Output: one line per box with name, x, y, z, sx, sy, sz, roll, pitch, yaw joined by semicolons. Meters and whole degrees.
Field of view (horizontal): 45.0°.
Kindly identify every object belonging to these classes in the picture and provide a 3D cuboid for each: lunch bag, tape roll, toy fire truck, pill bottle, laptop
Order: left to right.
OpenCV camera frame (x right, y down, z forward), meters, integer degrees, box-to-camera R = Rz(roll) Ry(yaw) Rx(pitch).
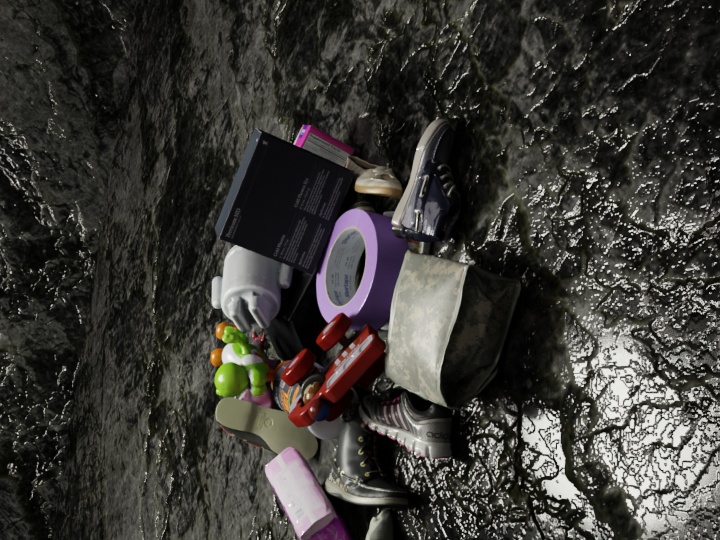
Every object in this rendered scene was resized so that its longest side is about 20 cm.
laptop;-0.122;0.079;1.704;0.187;0.115;0.201;17;78;59
pill bottle;-0.091;0.220;1.550;0.200;0.105;0.107;20;97;60
toy fire truck;-0.041;0.166;1.357;0.200;0.112;0.168;-46;6;4
tape roll;0.000;0.000;1.482;0.200;0.065;0.202;-27;57;52
lunch bag;0.119;0.088;1.232;0.164;0.117;0.202;16;89;60

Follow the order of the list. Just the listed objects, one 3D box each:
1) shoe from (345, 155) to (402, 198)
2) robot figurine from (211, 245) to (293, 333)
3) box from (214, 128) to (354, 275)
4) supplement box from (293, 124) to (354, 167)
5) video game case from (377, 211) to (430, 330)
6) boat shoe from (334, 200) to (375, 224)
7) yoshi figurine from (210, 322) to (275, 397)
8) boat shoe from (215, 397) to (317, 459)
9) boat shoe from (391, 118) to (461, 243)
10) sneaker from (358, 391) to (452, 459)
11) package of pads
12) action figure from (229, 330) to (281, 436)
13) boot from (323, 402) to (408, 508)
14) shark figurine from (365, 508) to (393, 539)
shoe;0.017;-0.166;1.542;0.200;0.069;0.054;29;112;61
robot figurine;-0.205;0.022;1.650;0.168;0.114;0.201;-13;44;9
box;-0.137;-0.123;1.543;0.202;0.181;0.104;-66;18;6
supplement box;-0.104;-0.167;1.666;0.201;0.103;0.101;-62;15;2
video game case;0.064;0.001;1.454;0.143;0.018;0.202;4;83;60
boat shoe;-0.039;-0.085;1.607;0.201;0.071;0.067;-41;50;52
yoshi figurine;-0.238;0.172;1.605;0.112;0.113;0.200;-41;31;-7
boat shoe;-0.172;0.292;1.602;0.063;0.200;0.074;111;-179;-72
boat shoe;0.127;-0.135;1.363;0.092;0.074;0.202;18;88;35
sneaker;0.072;0.212;1.311;0.199;0.073;0.088;18;95;55
package of pads;-0.085;0.400;1.457;0.075;0.121;0.200;-33;32;-8
action figure;-0.207;0.220;1.720;0.134;0.147;0.202;-21;75;62
boot;0.013;0.291;1.381;0.203;0.073;0.156;-7;71;59
shark figurine;0.021;0.479;1.301;0.128;0.089;0.217;45;-114;-86
